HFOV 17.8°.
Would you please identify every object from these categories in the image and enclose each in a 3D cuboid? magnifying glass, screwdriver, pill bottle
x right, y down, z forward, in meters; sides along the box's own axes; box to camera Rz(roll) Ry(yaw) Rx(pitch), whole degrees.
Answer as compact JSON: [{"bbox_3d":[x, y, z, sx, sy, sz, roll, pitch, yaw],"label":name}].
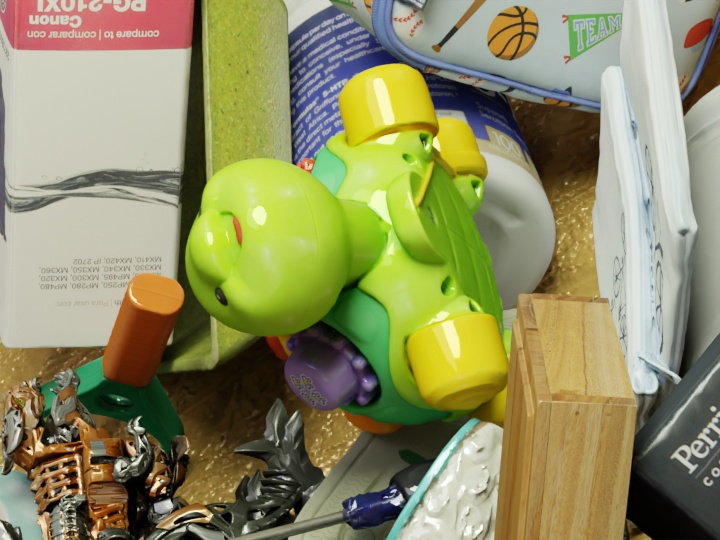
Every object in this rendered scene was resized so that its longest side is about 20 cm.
[{"bbox_3d":[-0.112,0.054,1.075,0.080,0.200,0.022,15,62,-8],"label":"magnifying glass"},{"bbox_3d":[-0.022,0.101,0.925,0.200,0.028,0.029,-11,17,-19],"label":"screwdriver"},{"bbox_3d":[0.013,-0.071,1.118,0.120,0.120,0.200,-29,46,13],"label":"pill bottle"}]

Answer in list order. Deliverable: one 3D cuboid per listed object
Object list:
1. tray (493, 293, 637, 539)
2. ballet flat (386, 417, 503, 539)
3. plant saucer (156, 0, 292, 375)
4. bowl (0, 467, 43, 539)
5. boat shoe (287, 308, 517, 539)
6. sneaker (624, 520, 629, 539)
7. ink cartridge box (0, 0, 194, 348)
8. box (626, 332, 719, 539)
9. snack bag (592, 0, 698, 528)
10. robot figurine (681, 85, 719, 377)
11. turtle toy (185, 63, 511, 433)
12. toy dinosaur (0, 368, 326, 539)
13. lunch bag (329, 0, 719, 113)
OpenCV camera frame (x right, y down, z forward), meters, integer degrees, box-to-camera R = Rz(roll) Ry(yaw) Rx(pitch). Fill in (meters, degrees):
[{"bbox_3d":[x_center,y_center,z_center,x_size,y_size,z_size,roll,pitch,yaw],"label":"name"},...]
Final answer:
[{"bbox_3d":[0.065,0.119,0.805,0.037,0.200,0.099,2,20,-1],"label":"tray"},{"bbox_3d":[0.019,0.156,0.896,0.072,0.072,0.200,37,97,46],"label":"ballet flat"},{"bbox_3d":[-0.072,-0.050,1.114,0.200,0.048,0.200,167,102,-74],"label":"plant saucer"},{"bbox_3d":[-0.181,0.171,1.078,0.201,0.105,0.201,-19,47,22],"label":"bowl"},{"bbox_3d":[0.033,0.088,1.005,0.072,0.068,0.200,33,55,18],"label":"boat shoe"},{"bbox_3d":[0.034,0.167,0.955,0.115,0.075,0.200,0,58,37],"label":"sneaker"},{"bbox_3d":[-0.135,-0.081,1.087,0.084,0.200,0.145,-2,28,-15],"label":"ink cartridge box"},{"bbox_3d":[0.222,0.061,0.802,0.197,0.124,0.200,39,82,6],"label":"box"},{"bbox_3d":[0.116,-0.022,0.966,0.021,0.200,0.189,-1,52,1],"label":"snack bag"},{"bbox_3d":[0.184,-0.005,0.952,0.170,0.113,0.200,-44,36,42],"label":"robot figurine"},{"bbox_3d":[0.000,0.000,0.925,0.101,0.200,0.146,-20,71,14],"label":"turtle toy"},{"bbox_3d":[-0.085,0.130,1.021,0.136,0.200,0.102,-23,0,-26],"label":"toy dinosaur"},{"bbox_3d":[0.086,-0.159,1.031,0.076,0.200,0.160,44,116,50],"label":"lunch bag"}]
